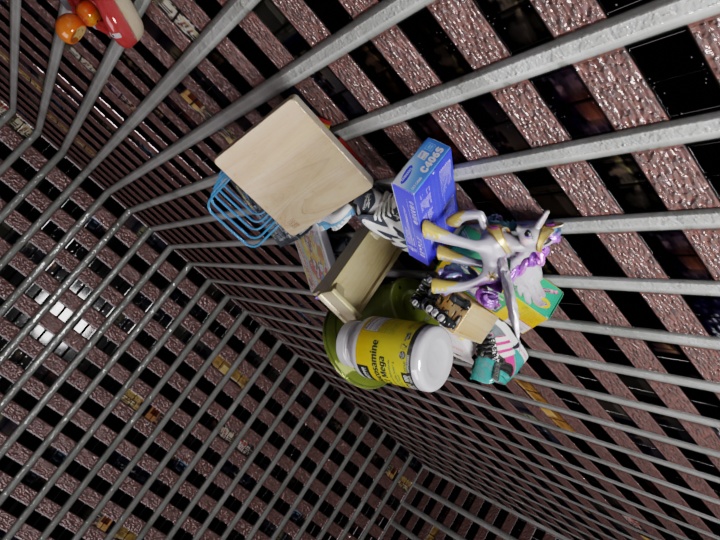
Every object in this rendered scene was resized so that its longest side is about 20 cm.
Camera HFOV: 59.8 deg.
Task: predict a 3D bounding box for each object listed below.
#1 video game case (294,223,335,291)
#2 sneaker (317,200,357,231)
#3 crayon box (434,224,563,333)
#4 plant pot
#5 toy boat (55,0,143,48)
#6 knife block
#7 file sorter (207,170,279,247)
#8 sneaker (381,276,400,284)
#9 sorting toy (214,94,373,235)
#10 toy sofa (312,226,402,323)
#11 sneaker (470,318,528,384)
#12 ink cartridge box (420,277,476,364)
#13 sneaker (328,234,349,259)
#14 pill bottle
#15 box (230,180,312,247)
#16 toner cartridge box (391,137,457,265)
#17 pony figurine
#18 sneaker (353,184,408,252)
[{"bbox_3d":[-0.105,-0.031,1.478,0.181,0.023,0.203,14,125,62],"label":"video game case"},{"bbox_3d":[-0.065,-0.131,1.251,0.087,0.075,0.199,48,160,-16],"label":"sneaker"},{"bbox_3d":[0.232,0.018,1.076,0.199,0.059,0.119,36,162,5],"label":"crayon box"},{"bbox_3d":[0.056,0.113,1.273,0.200,0.202,0.192,40,135,-13],"label":"plant pot"},{"bbox_3d":[-0.493,-0.462,1.130,0.198,0.131,0.131,30,162,21],"label":"toy boat"},{"bbox_3d":[0.172,0.077,1.082,0.198,0.064,0.176,34,-172,-14],"label":"knife block"},{"bbox_3d":[-0.212,-0.155,1.240,0.139,0.123,0.201,42,-167,-21],"label":"file sorter"},{"bbox_3d":[0.083,0.053,1.455,0.199,0.078,0.097,31,129,54],"label":"sneaker"},{"bbox_3d":[-0.109,-0.186,1.071,0.198,0.070,0.199,-27,123,33],"label":"sorting toy"},{"bbox_3d":[0.000,0.000,1.236,0.083,0.201,0.097,43,154,-18],"label":"toy sofa"},{"bbox_3d":[0.260,0.169,1.297,0.200,0.121,0.083,46,160,-26],"label":"sneaker"},{"bbox_3d":[0.197,0.114,1.365,0.116,0.068,0.201,21,155,42],"label":"ink cartridge box"},{"bbox_3d":[-0.031,-0.026,1.435,0.198,0.077,0.086,26,154,38],"label":"sneaker"},{"bbox_3d":[0.055,0.142,1.110,0.198,0.113,0.113,4,146,41],"label":"pill bottle"},{"bbox_3d":[-0.207,-0.153,1.435,0.201,0.051,0.157,54,158,-10],"label":"box"},{"bbox_3d":[0.104,-0.100,0.964,0.043,0.095,0.201,29,160,25],"label":"toner cartridge box"},{"bbox_3d":[0.202,-0.004,0.930,0.197,0.167,0.196,3,123,26],"label":"pony figurine"},{"bbox_3d":[0.044,-0.109,1.079,0.128,0.080,0.199,24,170,10],"label":"sneaker"}]
